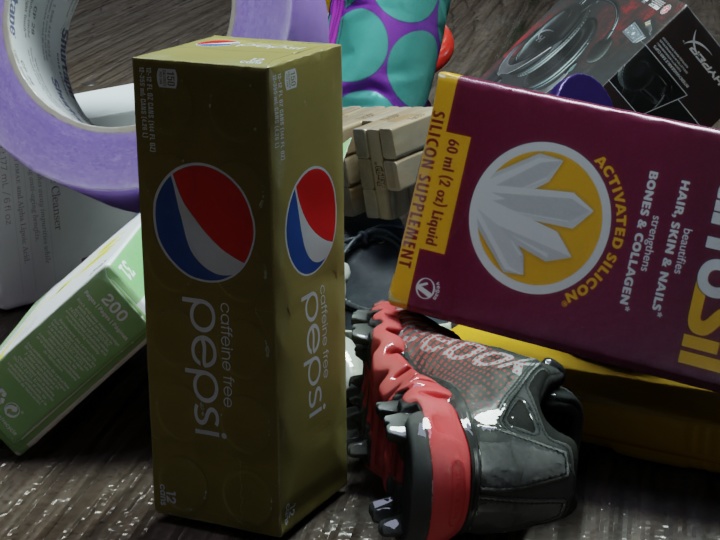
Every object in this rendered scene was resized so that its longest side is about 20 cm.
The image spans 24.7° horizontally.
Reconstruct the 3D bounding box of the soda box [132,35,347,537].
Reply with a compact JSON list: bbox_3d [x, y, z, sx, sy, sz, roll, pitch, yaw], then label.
[{"bbox_3d":[-0.049,0.006,0.701,0.067,0.203,0.064,7,19,26],"label":"soda box"}]

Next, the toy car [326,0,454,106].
[{"bbox_3d":[-0.004,-0.157,1.264,0.149,0.202,0.175,6,27,-35],"label":"toy car"}]

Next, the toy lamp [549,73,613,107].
[{"bbox_3d":[0.061,-0.072,0.973,0.058,0.059,0.199,-18,4,-42],"label":"toy lamp"}]

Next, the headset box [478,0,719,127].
[{"bbox_3d":[0.128,-0.091,1.050,0.200,0.077,0.149,-43,24,6],"label":"headset box"}]

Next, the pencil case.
[{"bbox_3d":[0.000,-0.125,1.101,0.092,0.202,0.085,19,-9,-24],"label":"pencil case"}]

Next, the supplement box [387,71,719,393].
[{"bbox_3d":[0.125,-0.013,0.745,0.198,0.112,0.085,14,3,23],"label":"supplement box"}]

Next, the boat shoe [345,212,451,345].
[{"bbox_3d":[0.000,0.000,0.954,0.074,0.063,0.200,-4,19,-14],"label":"boat shoe"}]

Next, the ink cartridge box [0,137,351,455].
[{"bbox_3d":[-0.098,-0.006,0.825,0.200,0.048,0.146,-40,10,14],"label":"ink cartridge box"}]

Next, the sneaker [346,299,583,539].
[{"bbox_3d":[0.044,0.064,0.730,0.097,0.072,0.201,1,15,-9],"label":"sneaker"}]

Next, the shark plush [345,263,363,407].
[{"bbox_3d":[-0.056,-0.001,0.874,0.083,0.091,0.201,-24,42,17],"label":"shark plush"}]

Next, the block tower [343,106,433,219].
[{"bbox_3d":[-0.033,-0.068,0.988,0.199,0.055,0.057,6,21,45],"label":"block tower"}]

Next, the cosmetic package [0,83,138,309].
[{"bbox_3d":[-0.169,-0.056,1.066,0.198,0.114,0.081,-18,23,-36],"label":"cosmetic package"}]

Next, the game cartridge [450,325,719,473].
[{"bbox_3d":[0.150,0.049,0.841,0.198,0.033,0.176,13,22,32],"label":"game cartridge"}]

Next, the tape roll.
[{"bbox_3d":[-0.122,-0.137,0.927,0.197,0.203,0.085,3,-7,14],"label":"tape roll"}]
